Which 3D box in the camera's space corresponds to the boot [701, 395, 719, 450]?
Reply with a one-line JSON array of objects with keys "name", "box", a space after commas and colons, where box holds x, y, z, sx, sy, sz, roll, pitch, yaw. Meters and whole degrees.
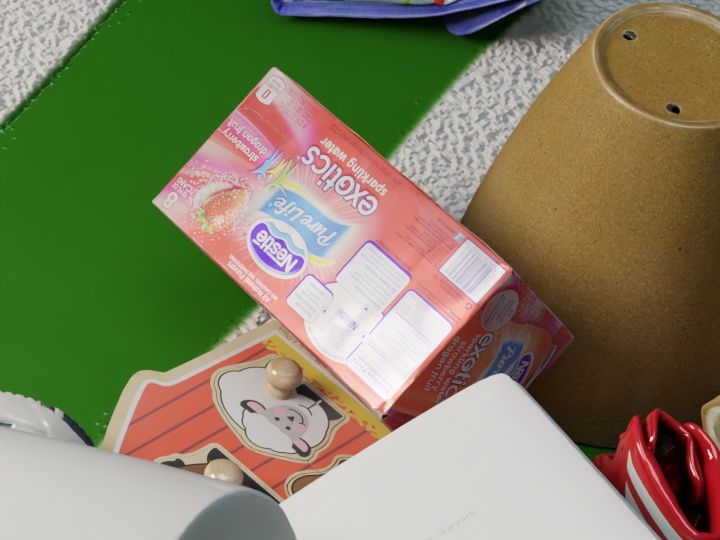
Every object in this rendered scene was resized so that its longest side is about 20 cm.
[{"name": "boot", "box": [0.249, 0.048, 1.444, 0.200, 0.066, 0.175, -19, 59, -37]}]

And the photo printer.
[{"name": "photo printer", "box": [0.057, 0.155, 1.263, 0.166, 0.070, 0.200, -31, 47, -11]}]

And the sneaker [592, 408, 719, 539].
[{"name": "sneaker", "box": [0.125, 0.107, 1.375, 0.078, 0.116, 0.200, 6, 22, -32]}]

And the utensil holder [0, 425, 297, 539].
[{"name": "utensil holder", "box": [-0.146, 0.151, 1.221, 0.200, 0.170, 0.170, 9, 43, 27]}]

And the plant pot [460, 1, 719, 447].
[{"name": "plant pot", "box": [0.146, -0.039, 1.502, 0.186, 0.200, 0.187, 5, 48, -6]}]

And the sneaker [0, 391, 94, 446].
[{"name": "sneaker", "box": [-0.226, 0.127, 1.364, 0.199, 0.080, 0.130, 7, 58, -20]}]

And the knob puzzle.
[{"name": "knob puzzle", "box": [-0.044, 0.107, 1.422, 0.219, 0.030, 0.220, 12, 39, -10]}]

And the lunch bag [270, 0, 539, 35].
[{"name": "lunch bag", "box": [0.047, -0.239, 1.712, 0.199, 0.128, 0.170, 0, 47, 1]}]

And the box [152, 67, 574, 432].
[{"name": "box", "box": [0.000, 0.000, 1.466, 0.103, 0.095, 0.200, -48, 56, -2]}]
